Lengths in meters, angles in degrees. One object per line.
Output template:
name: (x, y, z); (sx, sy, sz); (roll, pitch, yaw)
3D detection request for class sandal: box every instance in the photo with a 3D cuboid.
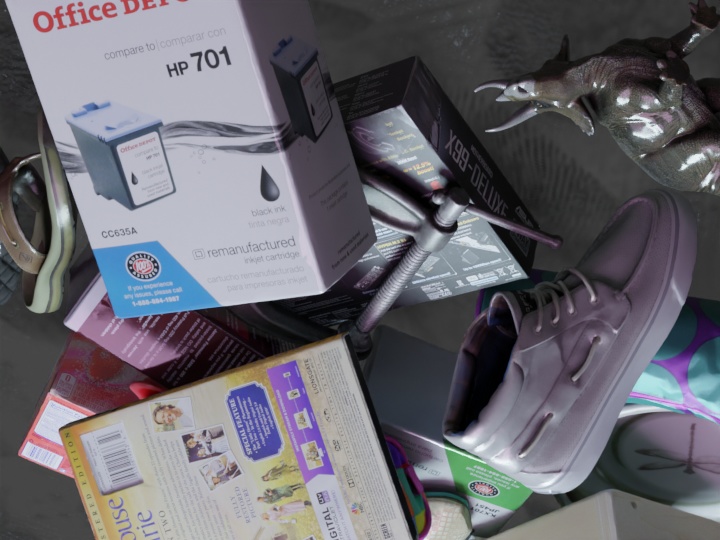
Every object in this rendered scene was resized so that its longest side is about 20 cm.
sandal: (-0.220, -0.035, 1.037); (0.057, 0.080, 0.201); (6, 143, -15)

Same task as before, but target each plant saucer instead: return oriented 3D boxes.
plant saucer: (0.236, 0.139, 1.113); (0.200, 0.050, 0.200); (9, 140, 8)

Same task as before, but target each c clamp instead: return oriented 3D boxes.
c clamp: (0.000, 0.000, 0.971); (0.171, 0.027, 0.200); (28, 138, -14)

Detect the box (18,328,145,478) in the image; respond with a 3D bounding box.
box: (-0.144, 0.119, 1.183); (0.200, 0.095, 0.103); (24, 140, -10)

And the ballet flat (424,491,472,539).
ballet flat: (0.004, 0.218, 1.143); (0.067, 0.062, 0.200); (36, 137, -29)

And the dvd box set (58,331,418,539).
dvd box set: (-0.079, 0.138, 1.004); (0.200, 0.029, 0.146); (-19, 93, 8)

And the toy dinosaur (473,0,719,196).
toy dinosaur: (0.175, -0.087, 0.871); (0.200, 0.077, 0.102); (28, 151, -21)

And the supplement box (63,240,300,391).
supplement box: (-0.103, 0.048, 1.066); (0.200, 0.109, 0.061); (34, 102, -17)

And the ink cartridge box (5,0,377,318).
ink cartridge box: (-0.093, -0.085, 0.881); (0.146, 0.086, 0.200); (-8, 111, 26)

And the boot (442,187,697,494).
boot: (0.122, 0.028, 0.913); (0.096, 0.200, 0.074); (28, 172, -32)

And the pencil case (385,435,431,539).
pencil case: (-0.041, 0.185, 1.098); (0.200, 0.088, 0.088); (-29, 123, 37)

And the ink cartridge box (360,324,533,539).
ink cartridge box: (0.040, 0.147, 1.163); (0.147, 0.083, 0.200); (21, 141, -5)

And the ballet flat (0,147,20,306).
ballet flat: (-0.272, -0.034, 1.080); (0.066, 0.057, 0.200); (9, 140, 7)

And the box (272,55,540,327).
box: (-0.011, -0.039, 0.991); (0.200, 0.050, 0.158); (-16, 130, 32)

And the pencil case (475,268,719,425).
pencil case: (0.174, 0.055, 1.002); (0.200, 0.092, 0.085); (9, 149, 11)

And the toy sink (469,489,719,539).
toy sink: (0.151, 0.244, 1.115); (0.130, 0.112, 0.200); (21, 141, -37)

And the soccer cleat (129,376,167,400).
soccer cleat: (-0.118, 0.166, 1.065); (0.067, 0.200, 0.076); (-24, 154, 39)
